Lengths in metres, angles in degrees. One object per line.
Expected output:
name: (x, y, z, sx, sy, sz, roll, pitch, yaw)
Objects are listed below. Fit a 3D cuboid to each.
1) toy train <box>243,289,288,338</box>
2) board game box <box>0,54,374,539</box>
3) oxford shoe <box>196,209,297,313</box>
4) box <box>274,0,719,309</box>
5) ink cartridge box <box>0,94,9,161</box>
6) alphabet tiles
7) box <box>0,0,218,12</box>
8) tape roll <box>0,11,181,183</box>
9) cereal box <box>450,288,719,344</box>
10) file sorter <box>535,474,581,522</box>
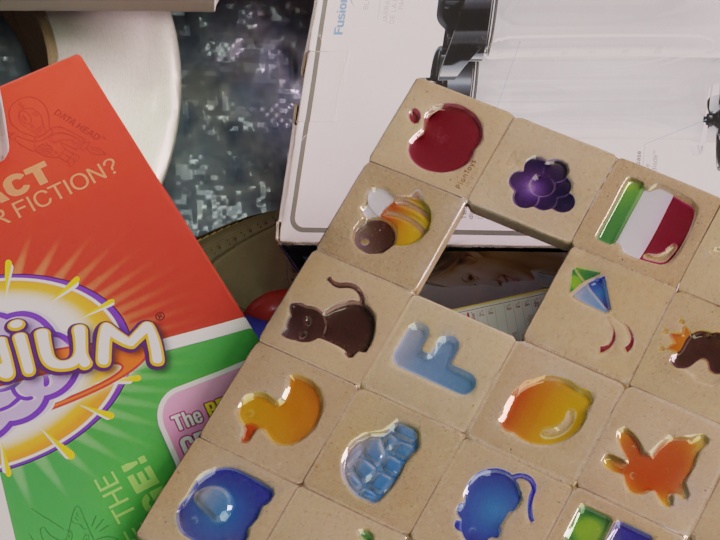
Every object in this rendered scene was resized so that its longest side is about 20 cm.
toy train: (-0.036, 0.073, 0.717, 0.198, 0.085, 0.117, 15, 112, 1)
board game box: (-0.103, 0.047, 0.617, 0.152, 0.040, 0.201, -26, 62, -18)
oxford shoe: (0.000, 0.000, 0.781, 0.198, 0.075, 0.071, -16, 83, -21)
box: (0.079, -0.048, 0.711, 0.198, 0.060, 0.118, 0, 67, 16)
ink cartridge box: (-0.191, -0.123, 0.613, 0.144, 0.083, 0.202, -12, 77, -8)
alphabet tiles: (0.043, 0.052, 0.577, 0.166, 0.008, 0.201, 23, 65, 17)
box: (-0.144, -0.141, 0.707, 0.198, 0.078, 0.096, -2, 75, -6)
tape roll: (-0.163, -0.067, 0.764, 0.201, 0.037, 0.205, 4, 76, -18)
cereal box: (0.108, 0.057, 0.665, 0.198, 0.145, 0.040, -13, 45, 6)
file sorter: (0.084, 0.165, 0.654, 0.199, 0.138, 0.124, 22, 47, -39)
